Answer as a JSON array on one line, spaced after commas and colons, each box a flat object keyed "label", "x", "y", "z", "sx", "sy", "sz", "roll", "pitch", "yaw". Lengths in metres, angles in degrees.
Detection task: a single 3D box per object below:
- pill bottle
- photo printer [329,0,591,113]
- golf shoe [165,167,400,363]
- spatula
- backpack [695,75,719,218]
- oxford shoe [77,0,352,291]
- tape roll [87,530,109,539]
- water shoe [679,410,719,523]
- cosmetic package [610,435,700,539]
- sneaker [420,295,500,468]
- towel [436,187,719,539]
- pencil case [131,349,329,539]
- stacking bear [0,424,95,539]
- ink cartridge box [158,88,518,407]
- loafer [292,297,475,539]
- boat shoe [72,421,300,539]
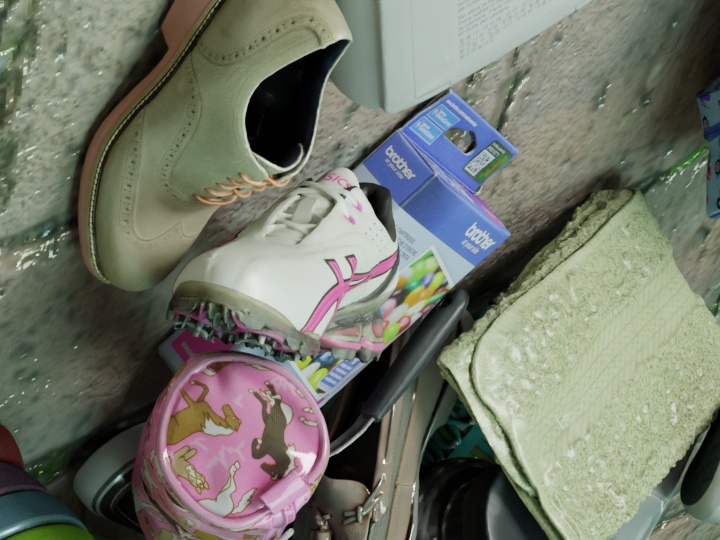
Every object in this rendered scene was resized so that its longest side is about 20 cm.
[{"label": "pill bottle", "x": 0.039, "y": 0.169, "z": 1.651, "sx": 0.112, "sy": 0.112, "sz": 0.200, "roll": -14, "pitch": 172, "yaw": -42}, {"label": "photo printer", "x": 0.052, "y": -0.174, "z": 1.257, "sx": 0.166, "sy": 0.069, "sz": 0.200, "roll": -32, "pitch": 153, "yaw": -15}, {"label": "golf shoe", "x": -0.034, "y": -0.006, "z": 1.347, "sx": 0.200, "sy": 0.073, "sz": 0.092, "roll": 0, "pitch": 104, "yaw": -74}, {"label": "spatula", "x": -0.009, "y": 0.084, "z": 1.531, "sx": 0.200, "sy": 0.057, "sz": 0.021, "roll": -47, "pitch": 116, "yaw": -14}, {"label": "backpack", "x": 0.270, "y": -0.102, "z": 1.594, "sx": 0.183, "sy": 0.135, "sz": 0.200, "roll": -23, "pitch": -179, "yaw": -29}, {"label": "oxford shoe", "x": -0.066, "y": -0.053, "z": 1.284, "sx": 0.071, "sy": 0.074, "sz": 0.200, "roll": -16, "pitch": 146, "yaw": -41}, {"label": "tape roll", "x": -0.067, "y": 0.200, "z": 1.542, "sx": 0.048, "sy": 0.200, "sz": 0.200, "roll": -63, "pitch": 155, "yaw": -8}, {"label": "water shoe", "x": 0.240, "y": 0.103, "z": 1.683, "sx": 0.072, "sy": 0.079, "sz": 0.200, "roll": -60, "pitch": 175, "yaw": 23}, {"label": "cosmetic package", "x": 0.157, "y": 0.107, "z": 1.746, "sx": 0.102, "sy": 0.074, "sz": 0.200, "roll": -61, "pitch": 174, "yaw": 33}, {"label": "sneaker", "x": 0.064, "y": 0.093, "z": 1.701, "sx": 0.080, "sy": 0.078, "sz": 0.200, "roll": -15, "pitch": 146, "yaw": -24}, {"label": "towel", "x": 0.132, "y": 0.055, "z": 1.609, "sx": 0.036, "sy": 0.148, "sz": 0.200, "roll": -20, "pitch": -163, "yaw": 46}, {"label": "pencil case", "x": -0.065, "y": 0.095, "z": 1.400, "sx": 0.200, "sy": 0.086, "sz": 0.083, "roll": 115, "pitch": -9, "yaw": -75}, {"label": "stacking bear", "x": -0.158, "y": 0.178, "z": 1.384, "sx": 0.121, "sy": 0.200, "sz": 0.114, "roll": -10, "pitch": 141, "yaw": -46}, {"label": "ink cartridge box", "x": 0.000, "y": 0.000, "z": 1.502, "sx": 0.200, "sy": 0.042, "sz": 0.119, "roll": -44, "pitch": 154, "yaw": 5}, {"label": "loafer", "x": -0.001, "y": 0.102, "z": 1.582, "sx": 0.063, "sy": 0.072, "sz": 0.200, "roll": 26, "pitch": 82, "yaw": -46}, {"label": "boat shoe", "x": -0.080, "y": 0.125, "z": 1.570, "sx": 0.069, "sy": 0.057, "sz": 0.200, "roll": -46, "pitch": 154, "yaw": 12}]
